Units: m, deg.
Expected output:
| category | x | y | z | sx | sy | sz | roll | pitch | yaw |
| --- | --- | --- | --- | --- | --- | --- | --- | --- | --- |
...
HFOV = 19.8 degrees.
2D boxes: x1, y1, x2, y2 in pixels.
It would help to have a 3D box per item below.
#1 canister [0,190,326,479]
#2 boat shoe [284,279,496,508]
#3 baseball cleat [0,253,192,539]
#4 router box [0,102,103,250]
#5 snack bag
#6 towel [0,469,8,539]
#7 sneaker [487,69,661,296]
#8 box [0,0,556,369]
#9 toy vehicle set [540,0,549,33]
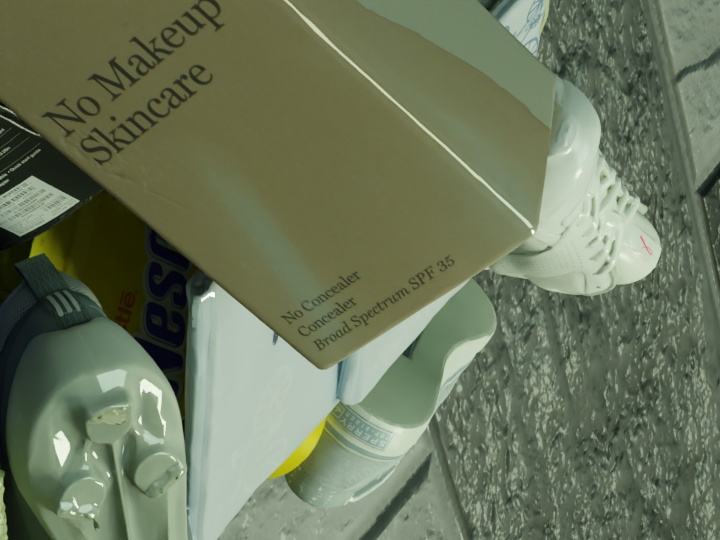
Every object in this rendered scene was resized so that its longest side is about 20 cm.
| category | x | y | z | sx | sy | sz | roll | pitch | yaw |
| --- | --- | --- | --- | --- | --- | --- | --- | --- | --- |
| canister | -0.087 | -0.006 | 0.797 | 0.200 | 0.086 | 0.149 | 26 | 72 | -54 |
| boat shoe | 0.007 | 0.046 | 0.948 | 0.072 | 0.070 | 0.201 | -51 | -179 | 25 |
| baseball cleat | -0.088 | 0.086 | 0.677 | 0.069 | 0.107 | 0.201 | -10 | 128 | -22 |
| router box | -0.153 | -0.123 | 0.635 | 0.150 | 0.062 | 0.201 | 28 | 42 | -49 |
| snack bag | 0.000 | 0.000 | 0.758 | 0.200 | 0.021 | 0.189 | -45 | 160 | -31 |
| towel | -0.164 | 0.144 | 0.602 | 0.148 | 0.036 | 0.201 | -20 | 116 | -38 |
| sneaker | 0.101 | -0.034 | 0.970 | 0.200 | 0.099 | 0.078 | 104 | 11 | -81 |
| box | -0.044 | -0.074 | 0.582 | 0.200 | 0.095 | 0.078 | 40 | 36 | -22 |
| toy vehicle set | 0.046 | -0.110 | 0.822 | 0.200 | 0.026 | 0.125 | 83 | 27 | -65 |
